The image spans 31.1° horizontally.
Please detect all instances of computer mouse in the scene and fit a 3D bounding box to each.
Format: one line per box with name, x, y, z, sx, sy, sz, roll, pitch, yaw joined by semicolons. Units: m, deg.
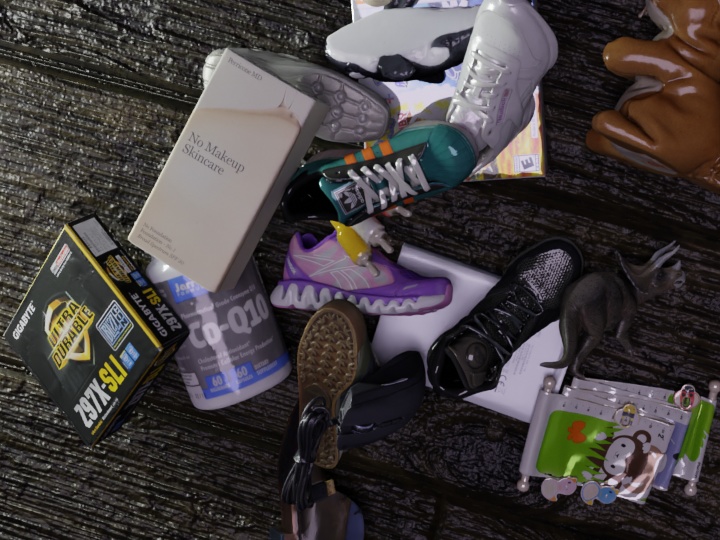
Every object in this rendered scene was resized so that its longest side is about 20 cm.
computer mouse;0.003;0.165;1.265;0.046;0.199;0.142;32;121;26

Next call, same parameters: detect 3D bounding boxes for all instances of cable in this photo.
cable;-0.028;-0.083;1.275;0.199;0.050;0.098;35;99;24

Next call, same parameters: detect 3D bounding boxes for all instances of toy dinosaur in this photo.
toy dinosaur;0.225;0.040;1.253;0.198;0.077;0.104;-18;110;-32

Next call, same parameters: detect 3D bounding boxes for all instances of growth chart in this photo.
growth chart;0.262;0.175;1.323;0.196;0.018;0.147;3;105;-1

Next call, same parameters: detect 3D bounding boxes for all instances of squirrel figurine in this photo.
squirrel figurine;0.320;-0.179;1.190;0.198;0.141;0.189;23;91;15

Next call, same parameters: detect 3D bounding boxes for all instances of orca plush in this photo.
orca plush;0.070;-0.214;1.224;0.197;0.106;0.071;-23;143;4

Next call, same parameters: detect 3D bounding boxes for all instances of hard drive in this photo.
hard drive;0.118;0.067;1.330;0.197;0.025;0.134;19;105;5

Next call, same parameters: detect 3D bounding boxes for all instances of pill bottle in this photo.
pill bottle;-0.153;0.028;1.321;0.112;0.114;0.203;-18;99;13

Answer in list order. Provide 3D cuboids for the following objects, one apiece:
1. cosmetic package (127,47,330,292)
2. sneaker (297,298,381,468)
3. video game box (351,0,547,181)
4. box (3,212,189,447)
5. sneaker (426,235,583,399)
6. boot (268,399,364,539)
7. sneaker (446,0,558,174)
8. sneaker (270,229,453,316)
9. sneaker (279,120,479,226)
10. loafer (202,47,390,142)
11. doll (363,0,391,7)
cosmetic package;-0.122;-0.092;1.211;0.103;0.073;0.202;29;98;7
sneaker;-0.015;0.098;1.299;0.066;0.090;0.203;23;128;21
video game box;0.087;-0.187;1.268;0.179;0.047;0.203;-3;102;13
box;-0.275;0.065;1.329;0.160;0.049;0.200;49;131;8
sneaker;0.141;0.053;1.252;0.199;0.114;0.076;-42;95;13
boot;-0.040;0.237;1.387;0.095;0.075;0.204;7;95;-18
sneaker;0.120;-0.160;1.144;0.074;0.201;0.100;30;63;18
sneaker;0.000;0.000;1.295;0.197;0.080;0.090;4;87;28
sneaker;0.013;-0.078;1.173;0.198;0.080;0.072;-12;115;36
loafer;-0.058;-0.178;1.271;0.197;0.070;0.071;21;115;14
doll;0.088;-0.293;1.205;0.198;0.137;0.049;-24;125;-7
